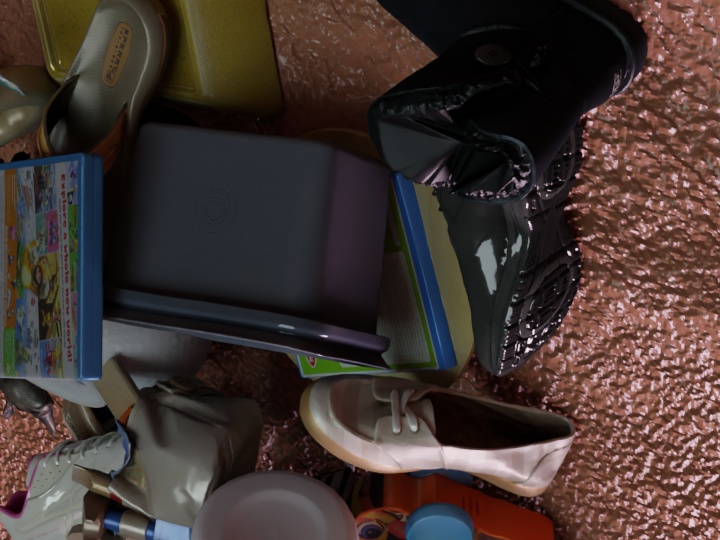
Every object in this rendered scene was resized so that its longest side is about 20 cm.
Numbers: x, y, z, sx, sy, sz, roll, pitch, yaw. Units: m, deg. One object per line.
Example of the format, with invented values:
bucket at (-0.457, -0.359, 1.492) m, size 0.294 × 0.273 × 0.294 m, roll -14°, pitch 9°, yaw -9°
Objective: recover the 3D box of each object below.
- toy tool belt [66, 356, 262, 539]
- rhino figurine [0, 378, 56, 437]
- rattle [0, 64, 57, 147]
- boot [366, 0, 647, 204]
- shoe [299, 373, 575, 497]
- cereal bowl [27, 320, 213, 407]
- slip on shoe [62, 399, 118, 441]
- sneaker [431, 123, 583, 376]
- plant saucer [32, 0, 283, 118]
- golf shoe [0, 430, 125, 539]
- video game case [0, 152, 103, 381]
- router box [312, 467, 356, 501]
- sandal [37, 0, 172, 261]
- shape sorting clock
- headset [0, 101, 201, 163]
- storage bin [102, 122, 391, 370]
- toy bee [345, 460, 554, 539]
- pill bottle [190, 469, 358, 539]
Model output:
toy tool belt at (-0.148, 0.166, 1.520) m, size 0.122 × 0.125 × 0.202 m, roll 21°, pitch 115°, yaw 16°
rhino figurine at (-0.300, 0.050, 1.720) m, size 0.201 × 0.060 × 0.087 m, roll 55°, pitch 155°, yaw -7°
rattle at (-0.288, -0.151, 1.510) m, size 0.129 × 0.200 × 0.144 m, roll -10°, pitch 82°, yaw 3°
boot at (0.049, -0.127, 1.253) m, size 0.199 × 0.168 × 0.077 m, roll 29°, pitch 133°, yaw 21°
shoe at (0.053, 0.100, 1.420) m, size 0.199 × 0.070 × 0.053 m, roll 15°, pitch 139°, yaw -28°
cereal bowl at (-0.210, 0.040, 1.565) m, size 0.199 × 0.084 × 0.200 m, roll 24°, pitch 161°, yaw 9°
slip on shoe at (-0.155, 0.156, 1.668) m, size 0.200 × 0.076 × 0.061 m, roll 50°, pitch 158°, yaw 9°
sneaker at (0.089, -0.029, 1.367) m, size 0.090 × 0.076 × 0.202 m, roll 24°, pitch 124°, yaw 35°
plant saucer at (-0.158, -0.196, 1.456) m, size 0.199 × 0.048 × 0.201 m, roll 11°, pitch 124°, yaw 33°
golf shoe at (-0.204, 0.155, 1.618) m, size 0.092 × 0.075 × 0.200 m, roll 45°, pitch 116°, yaw 6°
video game case at (-0.227, 0.000, 1.437) m, size 0.199 × 0.018 × 0.145 m, roll -2°, pitch 87°, yaw 54°
router box at (-0.043, 0.260, 1.628) m, size 0.148 × 0.051 × 0.201 m, roll -16°, pitch 111°, yaw 17°
sandal at (-0.180, -0.092, 1.433) m, size 0.080 × 0.054 × 0.201 m, roll 28°, pitch 113°, yaw 23°
shape sorting clock at (0.000, 0.000, 1.467) m, size 0.199 × 0.039 × 0.202 m, roll 14°, pitch 116°, yaw 29°
headset at (-0.182, -0.067, 1.553) m, size 0.198 × 0.094 × 0.124 m, roll -10°, pitch 126°, yaw 24°
storage bin at (-0.067, -0.017, 1.409) m, size 0.199 × 0.145 × 0.136 m, roll 9°, pitch 86°, yaw 32°
toy bee at (0.032, 0.167, 1.490) m, size 0.200 × 0.131 × 0.109 m, roll 44°, pitch 124°, yaw -7°
pill bottle at (-0.060, 0.238, 1.472) m, size 0.112 × 0.113 × 0.201 m, roll 27°, pitch 141°, yaw 21°
